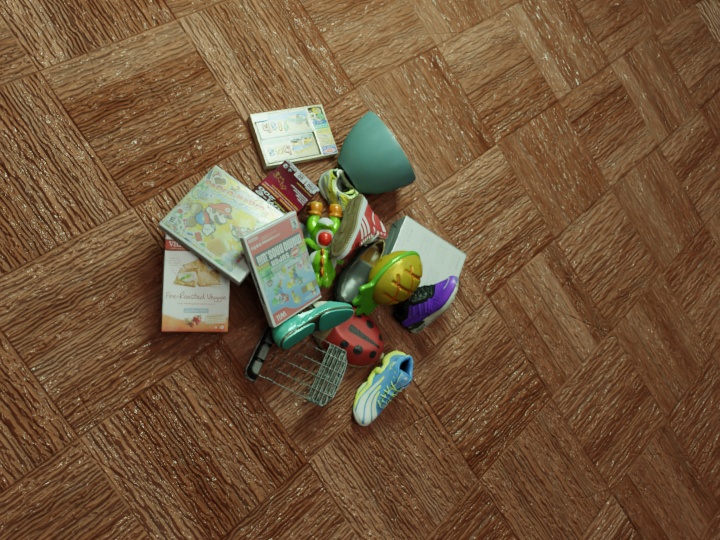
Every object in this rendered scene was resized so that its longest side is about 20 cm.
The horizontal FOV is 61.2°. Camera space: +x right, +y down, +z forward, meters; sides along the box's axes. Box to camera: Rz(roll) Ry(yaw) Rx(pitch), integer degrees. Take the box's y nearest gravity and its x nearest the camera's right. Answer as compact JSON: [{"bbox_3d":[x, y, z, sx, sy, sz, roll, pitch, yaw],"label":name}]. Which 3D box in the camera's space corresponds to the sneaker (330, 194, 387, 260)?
[{"bbox_3d":[0.001,-0.073,1.397,0.113,0.071,0.200,49,41,-30],"label":"sneaker"}]

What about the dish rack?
[{"bbox_3d":[-0.134,0.202,1.336,0.199,0.055,0.154,27,68,-7],"label":"dish rack"}]

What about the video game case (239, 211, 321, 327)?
[{"bbox_3d":[-0.160,-0.003,1.255,0.143,0.017,0.201,-33,117,-39],"label":"video game case"}]

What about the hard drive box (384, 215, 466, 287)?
[{"bbox_3d":[0.151,-0.017,1.542,0.200,0.077,0.156,31,66,-17],"label":"hard drive box"}]

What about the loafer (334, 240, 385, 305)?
[{"bbox_3d":[0.000,0.000,1.440,0.073,0.072,0.200,34,52,-10],"label":"loafer"}]

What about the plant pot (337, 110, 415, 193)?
[{"bbox_3d":[0.023,-0.265,1.487,0.135,0.200,0.200,-35,96,0],"label":"plant pot"}]

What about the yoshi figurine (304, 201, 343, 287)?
[{"bbox_3d":[-0.090,-0.050,1.421,0.112,0.112,0.201,26,61,-53],"label":"yoshi figurine"}]

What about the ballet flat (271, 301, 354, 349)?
[{"bbox_3d":[-0.107,0.102,1.319,0.200,0.067,0.070,-23,55,-32],"label":"ballet flat"}]

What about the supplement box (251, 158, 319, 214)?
[{"bbox_3d":[-0.190,-0.155,1.374,0.109,0.061,0.200,43,47,-8],"label":"supplement box"}]

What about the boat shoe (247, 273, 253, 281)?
[{"bbox_3d":[-0.193,0.016,1.297,0.202,0.072,0.060,44,51,-24],"label":"boat shoe"}]

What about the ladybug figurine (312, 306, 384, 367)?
[{"bbox_3d":[-0.021,0.149,1.417,0.200,0.072,0.136,32,66,-18],"label":"ladybug figurine"}]

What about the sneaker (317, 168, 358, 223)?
[{"bbox_3d":[-0.031,-0.155,1.480,0.075,0.076,0.200,-38,98,-30],"label":"sneaker"}]

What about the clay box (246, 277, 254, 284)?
[{"bbox_3d":[-0.250,-0.045,1.357,0.200,0.048,0.115,33,68,-19],"label":"clay box"}]

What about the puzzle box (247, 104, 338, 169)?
[{"bbox_3d":[-0.163,-0.326,1.481,0.199,0.025,0.134,-18,87,-30],"label":"puzzle box"}]

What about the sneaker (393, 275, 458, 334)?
[{"bbox_3d":[0.148,0.070,1.460,0.099,0.200,0.070,34,36,-10],"label":"sneaker"}]

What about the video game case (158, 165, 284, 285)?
[{"bbox_3d":[-0.272,-0.095,1.242,0.200,0.023,0.182,36,63,1],"label":"video game case"}]

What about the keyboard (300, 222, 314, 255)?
[{"bbox_3d":[-0.174,-0.104,1.434,0.200,0.011,0.056,35,70,-16],"label":"keyboard"}]

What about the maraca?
[{"bbox_3d":[0.062,0.030,1.394,0.200,0.137,0.107,-37,55,-16],"label":"maraca"}]

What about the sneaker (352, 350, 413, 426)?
[{"bbox_3d":[0.057,0.268,1.410,0.076,0.105,0.200,38,64,-14],"label":"sneaker"}]

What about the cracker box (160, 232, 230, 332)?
[{"bbox_3d":[-0.340,0.026,1.259,0.133,0.058,0.201,2,90,-21],"label":"cracker box"}]
